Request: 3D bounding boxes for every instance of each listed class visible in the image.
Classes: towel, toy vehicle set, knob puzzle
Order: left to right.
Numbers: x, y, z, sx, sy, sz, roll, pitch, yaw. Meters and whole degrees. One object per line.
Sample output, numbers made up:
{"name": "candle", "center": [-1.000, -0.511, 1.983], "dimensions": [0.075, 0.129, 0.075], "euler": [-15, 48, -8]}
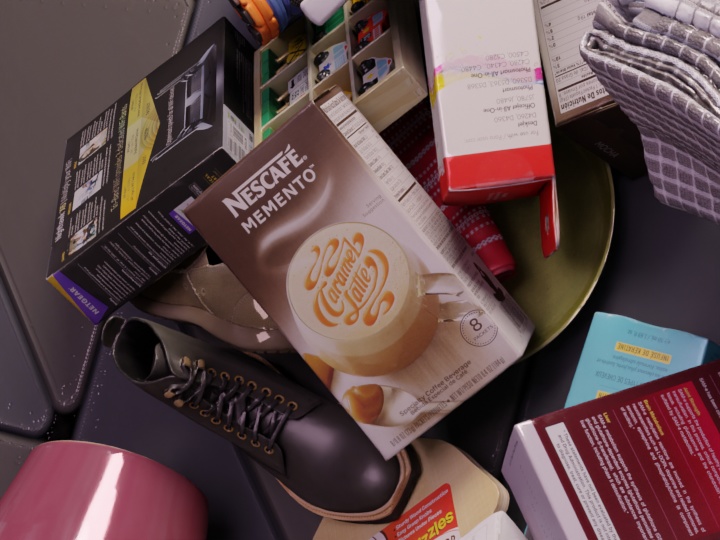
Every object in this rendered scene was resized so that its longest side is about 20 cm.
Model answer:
{"name": "toy vehicle set", "center": [-0.017, -0.133, 1.458], "dimensions": [0.124, 0.027, 0.200], "euler": [-37, 25, 17]}
{"name": "towel", "center": [0.007, -0.036, 1.442], "dimensions": [0.145, 0.022, 0.200], "euler": [-37, 59, 17]}
{"name": "knob puzzle", "center": [0.029, 0.193, 1.374], "dimensions": [0.219, 0.030, 0.220], "euler": [-31, 47, 39]}
{"name": "towel", "center": [0.223, -0.073, 1.186], "dimensions": [0.200, 0.166, 0.086], "euler": [29, 82, 40]}

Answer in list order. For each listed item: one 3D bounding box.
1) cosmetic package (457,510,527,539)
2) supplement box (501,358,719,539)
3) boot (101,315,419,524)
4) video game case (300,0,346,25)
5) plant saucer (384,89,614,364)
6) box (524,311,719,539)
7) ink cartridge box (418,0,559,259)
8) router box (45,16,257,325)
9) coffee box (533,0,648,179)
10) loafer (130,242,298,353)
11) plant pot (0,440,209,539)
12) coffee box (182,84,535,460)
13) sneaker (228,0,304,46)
{"name": "cosmetic package", "center": [0.057, 0.283, 1.224], "dimensions": [0.200, 0.199, 0.123], "euler": [-35, 16, 20]}
{"name": "supplement box", "center": [0.193, 0.115, 1.227], "dimensions": [0.199, 0.061, 0.109], "euler": [-16, 61, -14]}
{"name": "boot", "center": [-0.070, 0.096, 1.399], "dimensions": [0.200, 0.138, 0.078], "euler": [22, 86, 43]}
{"name": "video game case", "center": [0.053, -0.246, 1.375], "dimensions": [0.022, 0.182, 0.200], "euler": [45, 111, -5]}
{"name": "plant saucer", "center": [0.081, -0.026, 1.424], "dimensions": [0.200, 0.031, 0.201], "euler": [-10, 71, 29]}
{"name": "box", "center": [0.155, 0.132, 1.316], "dimensions": [0.082, 0.049, 0.201], "euler": [14, 82, 34]}
{"name": "ink cartridge box", "center": [0.077, -0.106, 1.330], "dimensions": [0.067, 0.116, 0.201], "euler": [-7, 87, 1]}
{"name": "router box", "center": [-0.138, -0.072, 1.505], "dimensions": [0.157, 0.052, 0.200], "euler": [-35, 27, 18]}
{"name": "coffee box", "center": [0.163, -0.173, 1.371], "dimensions": [0.080, 0.113, 0.201], "euler": [-21, 65, 26]}
{"name": "loafer", "center": [-0.092, 0.007, 1.474], "dimensions": [0.200, 0.076, 0.068], "euler": [18, 100, 49]}
{"name": "plant pot", "center": [-0.184, 0.218, 1.427], "dimensions": [0.200, 0.200, 0.179], "euler": [-1, 60, 32]}
{"name": "coffee box", "center": [0.000, 0.000, 1.343], "dimensions": [0.114, 0.080, 0.200], "euler": [-39, 93, 17]}
{"name": "sneaker", "center": [-0.050, -0.204, 1.494], "dimensions": [0.078, 0.075, 0.200], "euler": [-31, 17, 6]}
